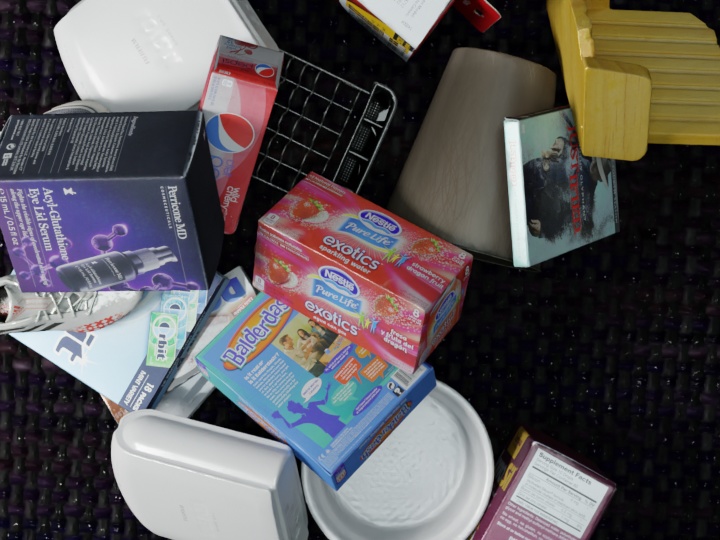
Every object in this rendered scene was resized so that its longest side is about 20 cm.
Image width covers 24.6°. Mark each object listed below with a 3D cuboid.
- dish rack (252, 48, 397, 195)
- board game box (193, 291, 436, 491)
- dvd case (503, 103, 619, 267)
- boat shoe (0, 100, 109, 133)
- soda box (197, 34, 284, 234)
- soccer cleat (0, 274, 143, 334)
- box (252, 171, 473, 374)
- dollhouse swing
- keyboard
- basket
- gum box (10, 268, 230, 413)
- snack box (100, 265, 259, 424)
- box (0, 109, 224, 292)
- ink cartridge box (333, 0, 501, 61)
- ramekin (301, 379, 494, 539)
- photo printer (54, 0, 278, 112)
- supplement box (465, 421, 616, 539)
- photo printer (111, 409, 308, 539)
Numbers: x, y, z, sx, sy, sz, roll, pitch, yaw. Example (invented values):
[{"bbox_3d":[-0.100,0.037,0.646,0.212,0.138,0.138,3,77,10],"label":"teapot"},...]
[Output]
[{"bbox_3d":[-0.077,-0.155,1.727,0.199,0.055,0.155,25,92,-3],"label":"dish rack"},{"bbox_3d":[-0.046,0.102,1.664,0.200,0.045,0.152,38,72,25],"label":"board game box"},{"bbox_3d":[0.207,-0.093,1.674,0.022,0.199,0.148,2,101,34],"label":"dvd case"},{"bbox_3d":[-0.346,-0.108,1.671,0.199,0.093,0.075,-24,98,25],"label":"boat shoe"},{"bbox_3d":[-0.133,-0.131,1.639,0.069,0.064,0.201,13,133,-8],"label":"soda box"},{"bbox_3d":[-0.318,0.031,1.664,0.198,0.085,0.069,-6,87,8],"label":"soccer cleat"},{"bbox_3d":[0.000,0.000,1.639,0.199,0.100,0.096,28,137,18],"label":"box"},{"bbox_3d":[0.287,-0.234,1.641,0.174,0.182,0.202,-8,55,1],"label":"dollhouse swing"},{"bbox_3d":[-0.170,0.100,1.765,0.056,0.011,0.200,41,92,2],"label":"keyboard"},{"bbox_3d":[0.123,-0.117,1.697,0.179,0.136,0.202,13,88,20],"label":"basket"},{"bbox_3d":[-0.264,0.030,1.722,0.199,0.045,0.171,31,92,8],"label":"gum box"},{"bbox_3d":[-0.191,0.079,1.748,0.199,0.024,0.072,-33,86,3],"label":"snack box"},{"bbox_3d":[-0.242,-0.066,1.598,0.198,0.105,0.149,-1,132,8],"label":"box"},{"bbox_3d":[0.043,-0.272,1.648,0.175,0.200,0.084,39,93,-2],"label":"ink cartridge box"},{"bbox_3d":[0.037,0.201,1.731,0.198,0.098,0.203,0,93,-2],"label":"ramekin"},{"bbox_3d":[-0.206,-0.231,1.686,0.199,0.069,0.167,-33,90,16],"label":"photo printer"},{"bbox_3d":[0.168,0.276,1.723,0.103,0.131,0.201,28,92,-3],"label":"supplement box"},{"bbox_3d":[-0.159,0.221,1.685,0.198,0.167,0.070,13,52,17],"label":"photo printer"}]
